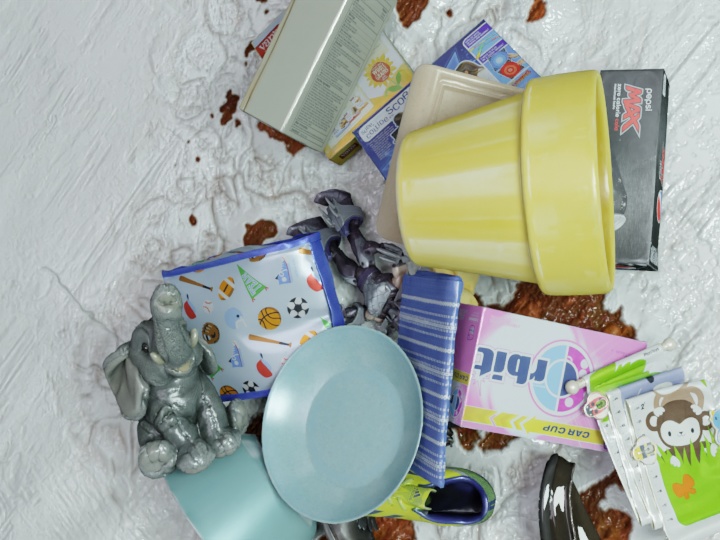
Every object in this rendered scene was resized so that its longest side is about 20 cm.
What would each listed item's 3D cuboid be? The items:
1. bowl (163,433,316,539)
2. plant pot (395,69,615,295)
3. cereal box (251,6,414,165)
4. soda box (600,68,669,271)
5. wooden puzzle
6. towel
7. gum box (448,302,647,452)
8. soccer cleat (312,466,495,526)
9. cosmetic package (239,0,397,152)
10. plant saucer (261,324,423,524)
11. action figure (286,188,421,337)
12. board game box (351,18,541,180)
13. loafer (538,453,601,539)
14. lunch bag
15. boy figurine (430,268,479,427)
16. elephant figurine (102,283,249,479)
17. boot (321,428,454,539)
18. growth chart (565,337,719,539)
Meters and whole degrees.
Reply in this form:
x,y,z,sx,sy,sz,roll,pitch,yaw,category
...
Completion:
x,y,z,sx,sy,sz,roll,pitch,yaw,category
-0.123,0.263,1.054,0.105,0.201,0.201,-40,68,-8,bowl
0.138,-0.076,0.878,0.186,0.200,0.205,-3,82,20,plant pot
-0.030,-0.252,1.141,0.143,0.039,0.201,-39,70,15,cereal box
0.279,-0.103,0.970,0.070,0.063,0.204,3,85,24,soda box
0.130,-0.103,0.979,0.197,0.037,0.188,14,105,-2,wooden puzzle
0.067,0.102,0.945,0.023,0.145,0.204,5,90,-17,towel
0.187,0.109,0.931,0.197,0.066,0.115,12,89,-17,gum box
0.044,0.232,0.975,0.196,0.084,0.066,3,86,3,soccer cleat
-0.047,-0.249,1.070,0.073,0.103,0.202,29,95,25,cosmetic package
-0.014,0.160,0.969,0.198,0.039,0.204,-12,67,29,plant saucer
0.000,0.000,1.076,0.201,0.069,0.131,51,123,29,action figure
0.099,-0.173,1.039,0.199,0.034,0.136,-39,51,8,board game box
0.222,0.288,0.951,0.070,0.073,0.204,-6,86,13,loafer
-0.107,0.054,1.076,0.198,0.123,0.173,-13,96,31,lunch bag
0.098,0.065,0.999,0.063,0.124,0.204,-2,77,10,boy figurine
-0.205,0.106,1.000,0.153,0.142,0.203,-15,102,19,elephant figurine
0.029,0.225,1.044,0.173,0.069,0.202,-29,80,10,boot
0.301,0.168,0.903,0.143,0.018,0.202,-26,86,-12,growth chart
